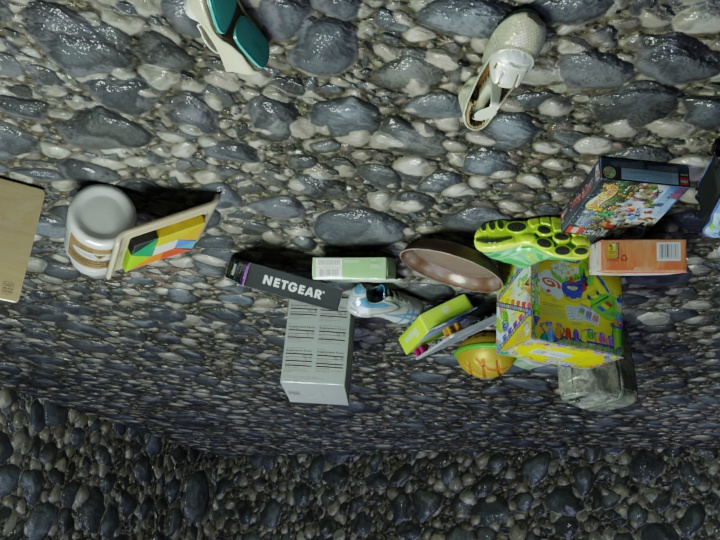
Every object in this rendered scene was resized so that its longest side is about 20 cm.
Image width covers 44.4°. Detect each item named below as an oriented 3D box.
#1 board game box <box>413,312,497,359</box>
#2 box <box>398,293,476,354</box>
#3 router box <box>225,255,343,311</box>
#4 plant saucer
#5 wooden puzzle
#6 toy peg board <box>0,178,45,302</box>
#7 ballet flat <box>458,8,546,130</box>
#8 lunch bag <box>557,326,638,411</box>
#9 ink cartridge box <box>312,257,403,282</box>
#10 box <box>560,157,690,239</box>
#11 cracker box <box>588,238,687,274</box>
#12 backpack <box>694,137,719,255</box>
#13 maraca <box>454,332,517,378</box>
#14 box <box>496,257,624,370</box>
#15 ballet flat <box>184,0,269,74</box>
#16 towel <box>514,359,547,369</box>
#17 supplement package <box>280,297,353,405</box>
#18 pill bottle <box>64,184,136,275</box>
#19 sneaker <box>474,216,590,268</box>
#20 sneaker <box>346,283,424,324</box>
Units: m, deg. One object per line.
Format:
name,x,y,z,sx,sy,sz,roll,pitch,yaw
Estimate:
board game box,0.231,0.123,1.899,0.199,0.026,0.200,-22,169,-25
box,0.164,0.115,1.916,0.121,0.048,0.200,-25,167,-21
router box,-0.151,0.024,1.730,0.199,0.051,0.149,16,180,-22
plant saucer,0.171,-0.012,1.629,0.199,0.035,0.200,17,166,4
wooden puzzle,-0.340,-0.052,1.522,0.199,0.037,0.185,-27,172,-27
toy peg board,-0.669,-0.063,1.510,0.199,0.201,0.098,15,172,-25
ballet flat,0.173,-0.235,1.074,0.067,0.063,0.200,7,158,-9
lunch bag,0.504,0.202,1.951,0.167,0.201,0.139,17,153,-38
ink cartridge box,0.000,0.000,1.732,0.144,0.048,0.200,0,179,13
box,0.410,-0.108,1.386,0.136,0.038,0.200,4,159,-3
cracker box,0.463,-0.021,1.491,0.133,0.058,0.200,0,178,8
backpack,0.593,-0.096,1.239,0.198,0.148,0.183,-3,160,9
maraca,0.314,0.197,2.089,0.137,0.108,0.199,24,151,-39
box,0.366,0.065,1.624,0.199,0.194,0.122,12,158,-19
ballet flat,-0.164,-0.289,1.006,0.069,0.070,0.200,-1,158,13
towel,0.451,0.219,2.226,0.148,0.031,0.200,18,155,-29
supplement package,-0.093,0.183,2.001,0.146,0.201,0.191,3,158,3
pill bottle,-0.464,-0.063,1.559,0.114,0.115,0.200,11,158,-18
sneaker,0.299,-0.047,1.524,0.199,0.075,0.084,5,159,24
sneaker,0.062,0.066,1.854,0.199,0.072,0.073,6,128,-38
